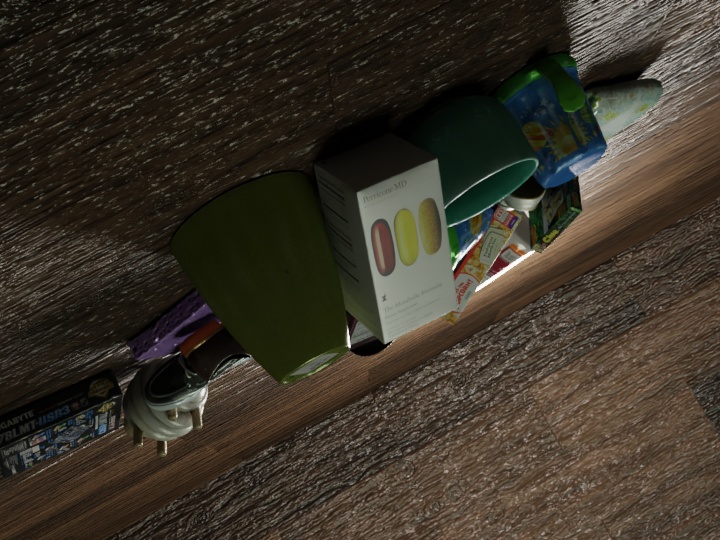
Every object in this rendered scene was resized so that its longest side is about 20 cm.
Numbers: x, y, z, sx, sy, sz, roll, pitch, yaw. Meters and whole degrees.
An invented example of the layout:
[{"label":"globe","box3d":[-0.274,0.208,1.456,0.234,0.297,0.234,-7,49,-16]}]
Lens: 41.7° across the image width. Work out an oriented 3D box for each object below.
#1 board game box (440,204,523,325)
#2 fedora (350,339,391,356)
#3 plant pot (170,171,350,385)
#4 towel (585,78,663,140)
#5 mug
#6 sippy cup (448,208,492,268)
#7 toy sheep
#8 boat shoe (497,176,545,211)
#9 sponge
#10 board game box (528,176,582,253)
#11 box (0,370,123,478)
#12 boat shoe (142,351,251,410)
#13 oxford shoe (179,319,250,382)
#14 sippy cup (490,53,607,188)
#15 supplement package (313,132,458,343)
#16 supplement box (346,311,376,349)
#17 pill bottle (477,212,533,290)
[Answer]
[{"label":"board game box","box3d":[0.174,-0.031,1.502,0.202,0.046,0.152,-59,-170,14]},{"label":"fedora","box3d":[0.041,0.039,1.466,0.091,0.204,0.199,-2,-170,44]},{"label":"plant pot","box3d":[-0.095,0.022,1.101,0.185,0.202,0.187,-27,167,-7]},{"label":"towel","box3d":[0.358,-0.225,1.482,0.170,0.049,0.200,-20,163,-38]},{"label":"mug","box3d":[0.114,-0.132,1.162,0.184,0.116,0.151,-36,166,30]},{"label":"sippy cup","box3d":[0.118,-0.070,1.363,0.130,0.141,0.177,-32,-165,-36]},{"label":"toy sheep","box3d":[-0.303,0.203,1.487,0.199,0.139,0.137,-34,166,24]},{"label":"boat shoe","box3d":[0.218,-0.116,1.331,0.201,0.070,0.070,-80,-179,-65]},{"label":"sponge","box3d":[-0.228,0.061,1.344,0.199,0.030,0.111,-37,166,23]},{"label":"board game box","box3d":[0.269,-0.135,1.332,0.023,0.202,0.105,14,143,-14]},{"label":"box","box3d":[-0.469,0.241,1.460,0.196,0.050,0.200,-24,166,-24]},{"label":"boat shoe","box3d":[-0.241,0.134,1.398,0.198,0.073,0.071,-33,161,-3]},{"label":"oxford shoe","box3d":[-0.157,0.083,1.345,0.199,0.073,0.071,-34,171,-11]},{"label":"sippy cup","box3d":[0.244,-0.184,1.212,0.139,0.132,0.177,-36,165,26]},{"label":"supplement package","box3d":[0.031,-0.040,1.115,0.113,0.109,0.203,-24,123,-20]},{"label":"supplement box","box3d":[0.000,0.000,1.302,0.085,0.111,0.202,-18,145,-35]},{"label":"pill bottle","box3d":[0.223,-0.034,1.761,0.199,0.114,0.112,-36,165,30]}]
